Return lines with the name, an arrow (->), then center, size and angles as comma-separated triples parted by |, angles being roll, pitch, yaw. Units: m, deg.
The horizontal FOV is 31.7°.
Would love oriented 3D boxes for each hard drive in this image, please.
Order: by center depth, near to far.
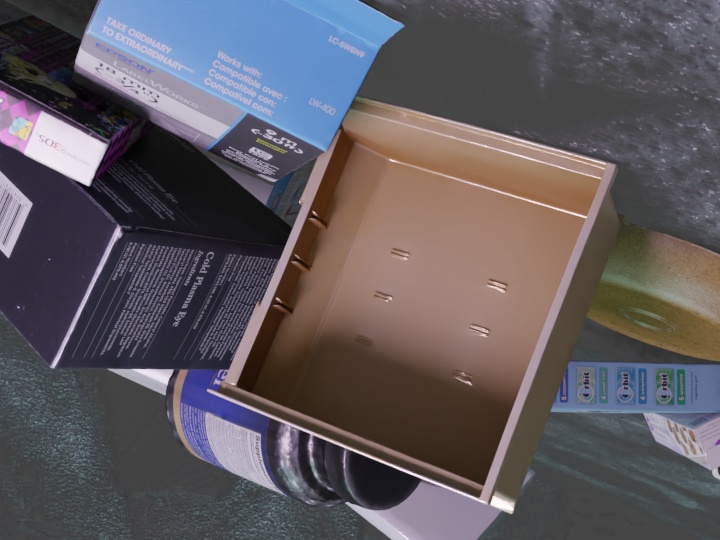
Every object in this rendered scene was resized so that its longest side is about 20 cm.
hard drive -> 0.036, 0.164, 1.119 | 0.200, 0.132, 0.027 | 35, 143, 20

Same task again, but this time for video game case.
video game case -> -0.223, -0.128, 0.805 | 0.181, 0.036, 0.200 | 26, -164, -6

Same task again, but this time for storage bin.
storage bin -> 0.033, 0.016, 0.767 | 0.198, 0.201, 0.094 | 18, 171, 23

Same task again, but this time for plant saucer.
plant saucer -> 0.203, 0.020, 0.875 | 0.200, 0.036, 0.200 | 22, 170, 4

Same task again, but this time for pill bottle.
pill bottle -> -0.045, 0.108, 0.933 | 0.200, 0.112, 0.112 | 11, 164, 47

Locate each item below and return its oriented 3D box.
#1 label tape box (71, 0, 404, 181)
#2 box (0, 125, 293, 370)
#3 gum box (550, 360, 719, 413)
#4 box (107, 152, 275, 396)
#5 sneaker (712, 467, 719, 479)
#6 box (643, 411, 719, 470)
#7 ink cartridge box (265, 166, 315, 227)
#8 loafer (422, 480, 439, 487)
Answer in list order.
label tape box -> -0.078, -0.118, 0.703 | 0.144, 0.063, 0.200 | 26, 170, -13
box -> -0.167, -0.029, 0.851 | 0.200, 0.104, 0.182 | 40, -160, 33
gum box -> 0.188, 0.103, 1.120 | 0.199, 0.045, 0.170 | 2, 174, -11
box -> -0.133, 0.017, 1.126 | 0.198, 0.201, 0.131 | 23, 169, 4
sneaker -> 0.356, 0.157, 1.149 | 0.072, 0.073, 0.200 | 22, 169, 15
box -> 0.300, 0.142, 1.150 | 0.200, 0.041, 0.039 | 122, 123, -89
ink cartridge box -> 0.000, 0.000, 0.959 | 0.125, 0.129, 0.200 | 27, 168, -20
loafer -> 0.026, 0.131, 1.068 | 0.199, 0.075, 0.070 | 17, 176, 14
